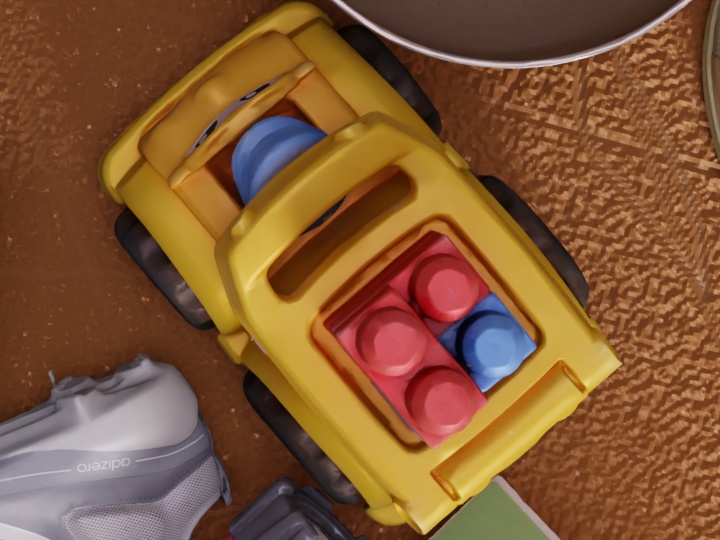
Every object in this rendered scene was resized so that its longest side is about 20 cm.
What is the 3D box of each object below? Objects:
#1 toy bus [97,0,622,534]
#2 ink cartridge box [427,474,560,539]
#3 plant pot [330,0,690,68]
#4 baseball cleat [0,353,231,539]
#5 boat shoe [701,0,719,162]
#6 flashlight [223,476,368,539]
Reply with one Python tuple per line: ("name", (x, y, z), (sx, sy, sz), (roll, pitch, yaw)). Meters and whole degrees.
("toy bus", (0.000, 0.000, 0.954), (0.136, 0.192, 0.200), (-40, 94, -1))
("ink cartridge box", (0.030, 0.200, 1.000), (0.200, 0.048, 0.146), (-42, 59, -3))
("plant pot", (0.049, -0.176, 0.977), (0.200, 0.134, 0.200), (0, 93, -5))
("baseball cleat", (-0.149, 0.110, 1.005), (0.200, 0.070, 0.107), (-23, 101, -1))
("boat shoe", (0.183, -0.113, 1.029), (0.073, 0.063, 0.201), (5, 92, -6))
("flashlight", (-0.079, 0.169, 1.006), (0.200, 0.068, 0.068), (-43, 126, 11))
